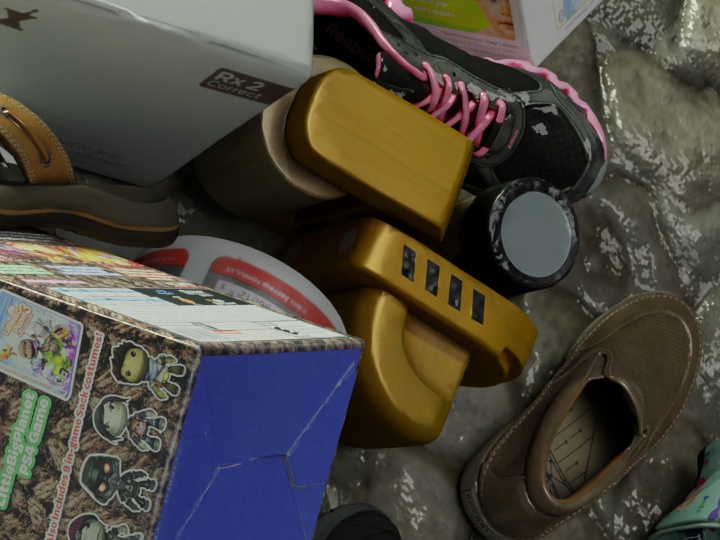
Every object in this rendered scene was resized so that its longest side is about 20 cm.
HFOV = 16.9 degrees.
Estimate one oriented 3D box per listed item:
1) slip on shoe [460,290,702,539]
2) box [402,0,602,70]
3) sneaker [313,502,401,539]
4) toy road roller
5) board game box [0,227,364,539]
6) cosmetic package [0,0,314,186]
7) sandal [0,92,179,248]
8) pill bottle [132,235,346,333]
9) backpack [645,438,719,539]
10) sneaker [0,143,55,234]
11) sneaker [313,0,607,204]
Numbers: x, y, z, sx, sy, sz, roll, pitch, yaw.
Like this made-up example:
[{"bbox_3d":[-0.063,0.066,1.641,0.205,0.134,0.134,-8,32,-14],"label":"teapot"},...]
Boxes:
[{"bbox_3d":[0.133,0.074,1.312,0.200,0.060,0.076,-36,96,-38],"label":"slip on shoe"},{"bbox_3d":[0.058,-0.224,1.274,0.101,0.112,0.201,-45,136,-37],"label":"box"},{"bbox_3d":[-0.013,0.185,1.132,0.081,0.074,0.200,15,35,15],"label":"sneaker"},{"bbox_3d":[0.000,0.000,1.210,0.199,0.123,0.147,32,69,-23],"label":"toy road roller"},{"bbox_3d":[-0.125,0.045,0.971,0.159,0.199,0.098,2,104,-67],"label":"board game box"},{"bbox_3d":[-0.128,-0.173,1.148,0.164,0.165,0.202,15,66,-30],"label":"cosmetic package"},{"bbox_3d":[-0.151,-0.048,1.034,0.199,0.081,0.055,11,97,-46],"label":"sandal"},{"bbox_3d":[-0.090,0.094,1.115,0.116,0.116,0.201,36,57,-20],"label":"pill bottle"},{"bbox_3d":[0.261,0.168,1.282,0.178,0.200,0.151,45,54,-15],"label":"backpack"},{"bbox_3d":[-0.228,-0.043,1.070,0.199,0.070,0.094,34,22,-17],"label":"sneaker"},{"bbox_3d":[0.033,-0.090,1.241,0.199,0.079,0.095,30,14,7],"label":"sneaker"}]
